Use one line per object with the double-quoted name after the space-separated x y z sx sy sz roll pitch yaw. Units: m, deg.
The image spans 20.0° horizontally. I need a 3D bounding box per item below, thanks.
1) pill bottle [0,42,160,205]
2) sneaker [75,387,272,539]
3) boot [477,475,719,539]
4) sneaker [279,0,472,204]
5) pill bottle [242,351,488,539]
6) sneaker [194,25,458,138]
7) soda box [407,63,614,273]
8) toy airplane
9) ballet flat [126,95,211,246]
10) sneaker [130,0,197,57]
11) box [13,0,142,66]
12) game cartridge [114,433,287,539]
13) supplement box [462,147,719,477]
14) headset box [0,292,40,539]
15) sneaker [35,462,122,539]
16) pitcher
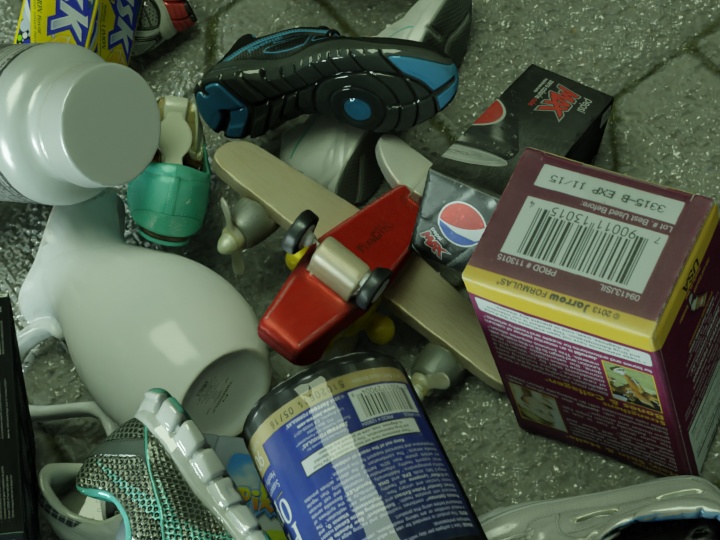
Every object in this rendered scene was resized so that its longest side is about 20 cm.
-0.228 -0.102 1.411 0.199 0.111 0.111 6 58 49 "pill bottle"
-0.100 0.174 1.238 0.091 0.078 0.201 -34 73 -6 "sneaker"
0.132 0.173 1.242 0.198 0.096 0.074 -19 89 4 "boot"
0.011 -0.144 1.499 0.080 0.071 0.201 25 70 30 "sneaker"
0.015 0.159 1.224 0.111 0.112 0.201 -26 66 -1 "pill bottle"
-0.021 -0.145 1.433 0.198 0.074 0.082 1 42 25 "sneaker"
0.103 -0.067 1.362 0.070 0.064 0.200 23 32 13 "soda box"
0.000 0.000 1.387 0.197 0.142 0.201 8 42 -27 "toy airplane"
-0.134 -0.085 1.456 0.067 0.071 0.200 12 21 -12 "ballet flat"
-0.215 -0.245 1.620 0.082 0.078 0.200 -37 56 -7 "sneaker"
-0.213 -0.188 1.541 0.070 0.064 0.202 15 94 24 "box"
-0.055 0.181 1.291 0.198 0.041 0.134 19 62 -3 "game cartridge"
0.157 0.032 1.268 0.130 0.200 0.104 17 65 24 "supplement box"
-0.259 0.144 1.328 0.092 0.201 0.175 -6 57 -7 "headset box"
-0.117 0.162 1.341 0.198 0.081 0.077 1 56 11 "sneaker"
-0.165 0.059 1.409 0.200 0.121 0.172 37 100 38 "pitcher"
